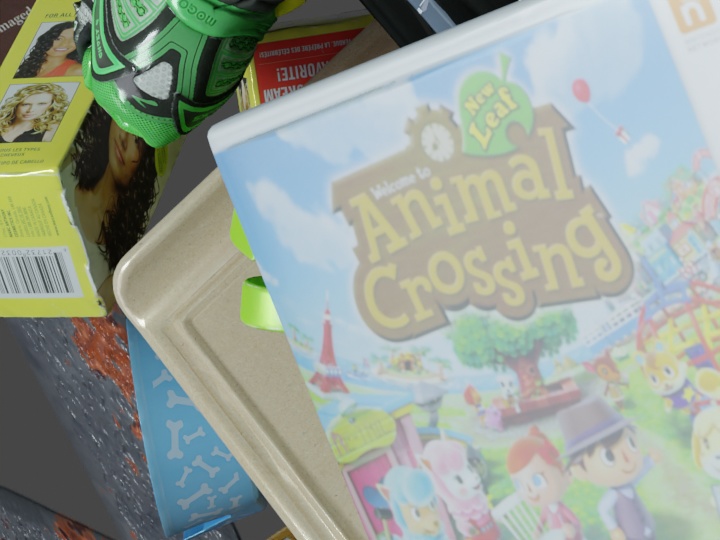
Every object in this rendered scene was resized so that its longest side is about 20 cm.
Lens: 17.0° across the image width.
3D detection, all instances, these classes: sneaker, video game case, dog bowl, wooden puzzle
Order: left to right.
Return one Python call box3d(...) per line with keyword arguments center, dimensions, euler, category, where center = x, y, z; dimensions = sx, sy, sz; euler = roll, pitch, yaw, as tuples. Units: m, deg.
box3d(center=(-0.073, -0.098, 0.862), dimensions=(0.078, 0.085, 0.200), euler=(34, -171, -10), category="sneaker")
box3d(center=(-0.080, 0.078, 1.221), dimensions=(0.200, 0.050, 0.112), euler=(85, 175, -82), category="dog bowl")
box3d(center=(0.032, 0.017, 0.868), dimensions=(0.200, 0.185, 0.037), euler=(50, -173, 21), category="wooden puzzle")
box3d(center=(0.059, 0.017, 0.669), dimensions=(0.200, 0.022, 0.182), euler=(-18, 96, 44), category="video game case")

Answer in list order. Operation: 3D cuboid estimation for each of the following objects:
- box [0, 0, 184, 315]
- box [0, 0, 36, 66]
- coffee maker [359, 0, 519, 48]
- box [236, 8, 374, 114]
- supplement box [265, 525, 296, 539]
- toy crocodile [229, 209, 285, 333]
box3d(center=(-0.105, -0.072, 0.975), dimensions=(0.050, 0.200, 0.075), euler=(-1, 131, 16), category="box")
box3d(center=(-0.248, -0.113, 1.227), dimensions=(0.200, 0.164, 0.166), euler=(47, 155, 18), category="box")
box3d(center=(0.033, -0.141, 0.748), dimensions=(0.200, 0.135, 0.192), euler=(49, 180, 16), category="coffee maker")
box3d(center=(0.000, 0.000, 0.941), dimensions=(0.050, 0.075, 0.200), euler=(-146, 48, -77), category="box")
box3d(center=(-0.025, 0.163, 1.149), dimensions=(0.069, 0.067, 0.200), euler=(30, -169, 12), category="supplement box")
box3d(center=(0.012, -0.009, 0.781), dimensions=(0.200, 0.062, 0.068), euler=(14, 103, 56), category="toy crocodile")
